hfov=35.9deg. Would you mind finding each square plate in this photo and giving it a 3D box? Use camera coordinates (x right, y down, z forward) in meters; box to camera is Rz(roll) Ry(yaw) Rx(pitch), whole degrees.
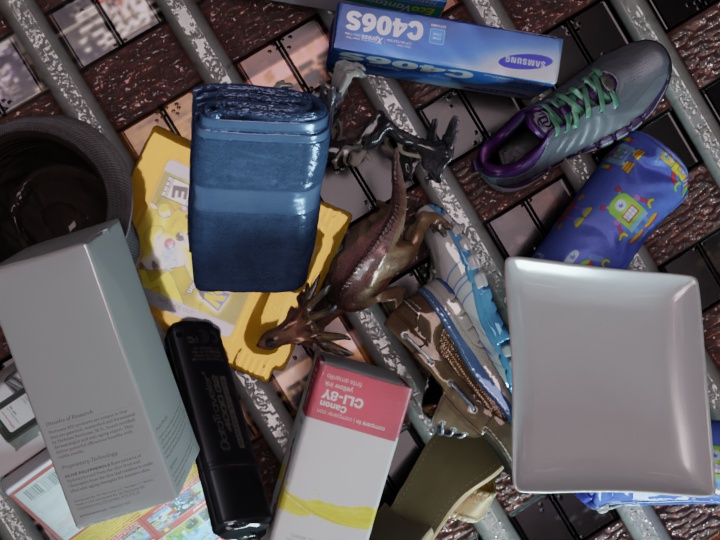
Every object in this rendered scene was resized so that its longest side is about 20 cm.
[{"bbox_3d":[0.212,0.094,0.960,0.200,0.028,0.198,6,74,-20],"label":"square plate"}]

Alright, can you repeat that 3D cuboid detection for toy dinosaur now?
[{"bbox_3d":[0.000,0.000,0.952,0.086,0.136,0.200,37,121,20],"label":"toy dinosaur"}]

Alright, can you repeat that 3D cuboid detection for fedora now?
[{"bbox_3d":[-0.259,-0.040,0.957,0.200,0.090,0.177,23,89,23],"label":"fedora"}]

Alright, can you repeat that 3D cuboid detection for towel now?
[{"bbox_3d":[-0.088,-0.065,0.929,0.112,0.049,0.200,4,133,-7],"label":"towel"}]

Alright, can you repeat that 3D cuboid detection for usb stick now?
[{"bbox_3d":[-0.122,0.132,0.938,0.055,0.033,0.200,5,52,-37],"label":"usb stick"}]

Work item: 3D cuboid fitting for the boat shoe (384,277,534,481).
[{"bbox_3d":[0.087,0.108,0.967,0.072,0.072,0.200,-31,96,-5],"label":"boat shoe"}]

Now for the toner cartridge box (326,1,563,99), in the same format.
[{"bbox_3d":[0.072,-0.196,1.005,0.200,0.095,0.043,8,90,-5],"label":"toner cartridge box"}]

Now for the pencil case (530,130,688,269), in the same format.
[{"bbox_3d":[0.224,-0.031,1.027,0.087,0.078,0.200,36,87,5],"label":"pencil case"}]

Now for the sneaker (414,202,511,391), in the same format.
[{"bbox_3d":[0.082,0.037,1.019,0.087,0.075,0.200,-23,92,1],"label":"sneaker"}]

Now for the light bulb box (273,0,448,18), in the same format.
[{"bbox_3d":[-0.005,-0.313,0.934,0.198,0.200,0.125,9,76,-5],"label":"light bulb box"}]

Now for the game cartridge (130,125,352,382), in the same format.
[{"bbox_3d":[-0.132,-0.013,1.017,0.200,0.032,0.176,24,88,-4],"label":"game cartridge"}]

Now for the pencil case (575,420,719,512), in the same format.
[{"bbox_3d":[0.289,0.180,1.027,0.200,0.078,0.087,1,74,-5],"label":"pencil case"}]

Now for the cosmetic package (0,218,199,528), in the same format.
[{"bbox_3d":[-0.195,0.073,0.830,0.085,0.108,0.200,-17,99,5],"label":"cosmetic package"}]

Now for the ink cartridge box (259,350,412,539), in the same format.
[{"bbox_3d":[-0.027,0.179,0.969,0.083,0.145,0.200,16,89,-4],"label":"ink cartridge box"}]

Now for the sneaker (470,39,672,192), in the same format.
[{"bbox_3d":[0.190,-0.136,0.992,0.200,0.088,0.074,-37,80,14],"label":"sneaker"}]

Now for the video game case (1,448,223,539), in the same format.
[{"bbox_3d":[-0.191,0.201,0.964,0.143,0.017,0.200,-35,127,-5],"label":"video game case"}]

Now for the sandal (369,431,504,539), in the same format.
[{"bbox_3d":[0.083,0.210,1.024,0.212,0.078,0.070,-43,136,-25],"label":"sandal"}]

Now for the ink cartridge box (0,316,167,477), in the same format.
[{"bbox_3d":[-0.269,0.103,0.950,0.200,0.116,0.068,-33,100,7],"label":"ink cartridge box"}]

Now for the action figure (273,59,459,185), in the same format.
[{"bbox_3d":[-0.020,-0.135,0.990,0.200,0.119,0.102,9,99,-15],"label":"action figure"}]
